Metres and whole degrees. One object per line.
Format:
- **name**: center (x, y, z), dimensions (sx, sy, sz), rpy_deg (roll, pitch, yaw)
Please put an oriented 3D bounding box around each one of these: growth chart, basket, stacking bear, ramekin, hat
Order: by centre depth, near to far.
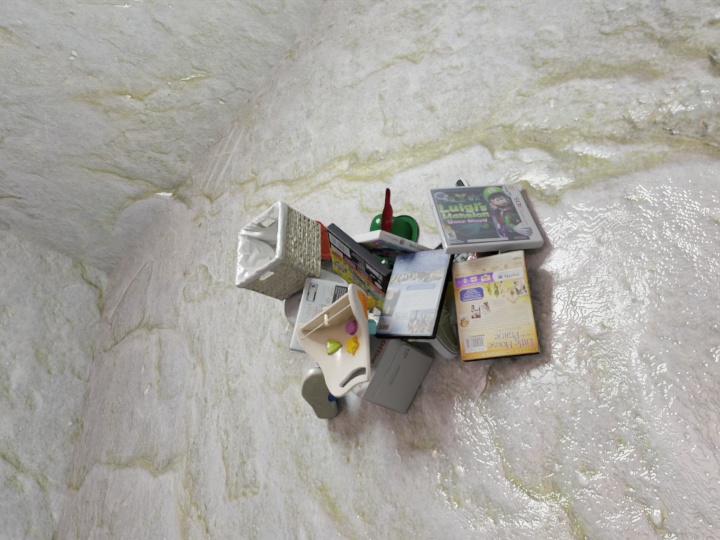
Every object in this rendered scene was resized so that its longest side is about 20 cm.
- **growth chart**: center (0.087, 0.126, 1.133), dimensions (0.200, 0.145, 0.018), rpy_deg (20, 95, 51)
- **hat**: center (0.036, -0.117, 1.324), dimensions (0.200, 0.176, 0.166), rpy_deg (-53, 36, 9)
- **basket**: center (-0.226, -0.050, 1.419), dimensions (0.198, 0.161, 0.200), rpy_deg (-29, 51, 35)
- **ramekin**: center (-0.127, 0.089, 1.441), dimensions (0.200, 0.105, 0.200), rpy_deg (-29, 46, 36)
- **stacking bear**: center (-0.166, -0.076, 1.599), dimensions (0.200, 0.121, 0.114), rpy_deg (-10, 70, 50)

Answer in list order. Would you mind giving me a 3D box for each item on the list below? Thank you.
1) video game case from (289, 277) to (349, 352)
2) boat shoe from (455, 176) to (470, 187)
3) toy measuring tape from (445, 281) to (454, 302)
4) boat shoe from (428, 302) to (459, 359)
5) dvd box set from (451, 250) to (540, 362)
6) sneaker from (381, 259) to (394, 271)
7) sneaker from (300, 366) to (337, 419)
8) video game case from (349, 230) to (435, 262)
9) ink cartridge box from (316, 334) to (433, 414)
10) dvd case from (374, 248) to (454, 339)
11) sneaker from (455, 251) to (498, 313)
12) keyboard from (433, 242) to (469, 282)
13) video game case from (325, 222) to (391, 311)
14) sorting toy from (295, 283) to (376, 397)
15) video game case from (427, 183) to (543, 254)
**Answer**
- **video game case**: center (-0.072, 0.126, 1.315), dimensions (0.023, 0.182, 0.200), rpy_deg (96, -175, -66)
- **boat shoe**: center (0.251, -0.139, 1.169), dimensions (0.060, 0.076, 0.200), rpy_deg (-34, 42, 18)
- **toy measuring tape**: center (0.185, 0.021, 1.139), dimensions (0.200, 0.074, 0.074), rpy_deg (-54, 36, 10)
- **boat shoe**: center (0.155, 0.090, 1.073), dimensions (0.062, 0.072, 0.200), rpy_deg (-37, 76, 29)
- **dvd box set**: center (0.258, 0.070, 0.984), dimensions (0.146, 0.029, 0.200), rpy_deg (-12, 69, 22)
- **sneaker**: center (0.052, 0.013, 1.309), dimensions (0.200, 0.076, 0.081), rpy_deg (24, 86, 45)
- **sneaker**: center (-0.100, 0.266, 1.231), dimensions (0.077, 0.200, 0.111), rpy_deg (-13, 46, 3)
- **video game case**: center (0.078, -0.049, 1.184), dimensions (0.200, 0.182, 0.024), rpy_deg (-3, 71, 66)
- **ink cartridge box**: center (0.029, 0.202, 1.141), dimensions (0.200, 0.145, 0.145), rpy_deg (24, 85, 54)
- **dvd case**: center (0.112, 0.047, 1.039), dimensions (0.143, 0.018, 0.200), rpy_deg (-6, 56, 40)
- **sneaker**: center (0.256, 0.019, 1.060), dimensions (0.082, 0.077, 0.200), rpy_deg (15, 91, 27)
- **keyboard**: center (0.191, -0.019, 1.207), dimensions (0.200, 0.021, 0.127), rpy_deg (-44, 39, 19)
- **video game case**: center (0.000, 0.000, 1.215), dimensions (0.025, 0.181, 0.200), rpy_deg (-39, 61, -21)
- **sorting toy**: center (-0.030, 0.157, 1.045), dimensions (0.200, 0.107, 0.180), rpy_deg (-37, 52, 39)
- **video game case**: center (0.256, -0.113, 1.065), dimensions (0.023, 0.200, 0.182), rpy_deg (91, 173, -49)
